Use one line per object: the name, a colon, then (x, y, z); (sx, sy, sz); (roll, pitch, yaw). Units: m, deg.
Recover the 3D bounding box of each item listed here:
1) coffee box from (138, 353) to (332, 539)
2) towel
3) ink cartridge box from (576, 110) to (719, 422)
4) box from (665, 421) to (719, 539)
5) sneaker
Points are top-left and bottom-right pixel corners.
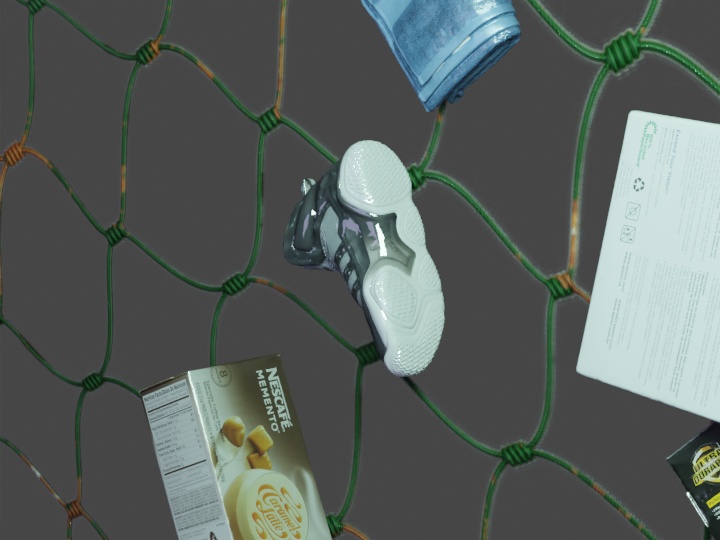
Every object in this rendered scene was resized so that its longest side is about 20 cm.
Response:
coffee box: (-0.110, 0.187, 1.480); (0.080, 0.114, 0.200); (-24, 78, 44)
towel: (0.045, -0.238, 1.312); (0.112, 0.048, 0.200); (-43, 66, 38)
ink cartridge box: (0.248, 0.001, 1.122); (0.200, 0.043, 0.197); (18, 99, 48)
box: (0.322, 0.142, 1.100); (0.200, 0.049, 0.160); (-47, 62, 38)
sneaker: (0.000, 0.000, 1.376); (0.114, 0.075, 0.200); (-23, 74, 44)
